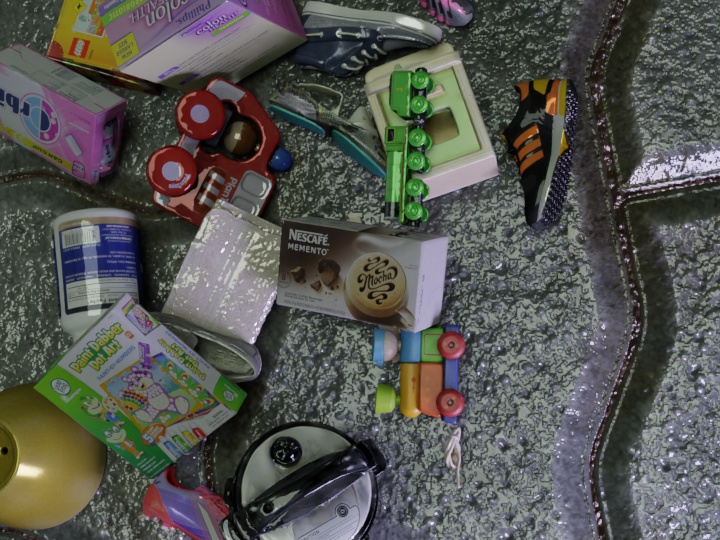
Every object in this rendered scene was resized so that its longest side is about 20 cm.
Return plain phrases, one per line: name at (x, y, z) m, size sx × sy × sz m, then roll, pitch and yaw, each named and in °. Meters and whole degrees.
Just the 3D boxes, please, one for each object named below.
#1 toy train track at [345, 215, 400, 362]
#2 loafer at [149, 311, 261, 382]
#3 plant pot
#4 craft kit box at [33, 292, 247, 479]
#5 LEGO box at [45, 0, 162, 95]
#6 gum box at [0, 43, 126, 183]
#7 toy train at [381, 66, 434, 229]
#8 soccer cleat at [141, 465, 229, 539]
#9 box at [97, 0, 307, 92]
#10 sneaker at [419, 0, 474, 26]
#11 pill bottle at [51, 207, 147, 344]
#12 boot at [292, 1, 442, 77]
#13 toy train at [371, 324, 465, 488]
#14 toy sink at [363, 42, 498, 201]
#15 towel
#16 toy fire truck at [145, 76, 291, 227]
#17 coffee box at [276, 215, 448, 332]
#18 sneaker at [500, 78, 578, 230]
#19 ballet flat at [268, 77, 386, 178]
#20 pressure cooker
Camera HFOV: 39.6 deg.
toy train track at (0.019, 0.023, 1.311) m, size 0.115 × 0.033 × 0.200 m, roll -21°, pitch 79°, yaw 7°
loafer at (-0.223, 0.098, 1.269) m, size 0.200 × 0.070 × 0.070 m, roll 12°, pitch 96°, yaw -10°
plant pot at (-0.456, 0.243, 1.308) m, size 0.200 × 0.142 × 0.200 m, roll -2°, pitch 81°, yaw 11°
craft kit box at (-0.277, 0.150, 1.253) m, size 0.198 × 0.049 × 0.200 m, roll 43°, pitch 124°, yaw -11°
LEGO box at (-0.335, -0.367, 1.417) m, size 0.149 × 0.077 × 0.200 m, roll 15°, pitch 84°, yaw 13°
gum box at (-0.419, -0.216, 1.385) m, size 0.200 × 0.066 × 0.114 m, roll 29°, pitch 129°, yaw 13°
toy train at (0.057, -0.149, 1.220) m, size 0.056 × 0.042 × 0.200 m, roll 2°, pitch 86°, yaw 19°
soccer cleat at (-0.188, 0.321, 1.288) m, size 0.200 × 0.067 × 0.076 m, roll 21°, pitch 80°, yaw 15°
box at (-0.201, -0.321, 1.302) m, size 0.176 × 0.200 × 0.097 m, roll -26°, pitch 78°, yaw 23°
sneaker at (0.099, -0.421, 1.354) m, size 0.095 × 0.079 × 0.200 m, roll -36°, pitch 77°, yaw -9°
pill bottle at (-0.346, 0.025, 1.336) m, size 0.116 × 0.116 × 0.200 m, roll -9°, pitch 80°, yaw 9°
boot at (0.007, -0.301, 1.354) m, size 0.200 × 0.073 × 0.090 m, roll 14°, pitch 90°, yaw 21°
toy train at (0.069, 0.167, 1.245) m, size 0.116 × 0.085 × 0.200 m, roll 2°, pitch 81°, yaw 3°
toy sink at (0.084, -0.205, 1.295) m, size 0.130 × 0.112 × 0.200 m, roll -18°, pitch 78°, yaw 7°
towel at (-0.173, 0.018, 1.314) m, size 0.132 × 0.034 × 0.200 m, roll 24°, pitch 95°, yaw -10°
toy fire truck at (-0.188, -0.147, 1.351) m, size 0.168 × 0.112 × 0.200 m, roll 28°, pitch 87°, yaw -10°
coffee box at (0.000, 0.000, 1.253) m, size 0.200 × 0.080 × 0.113 m, roll 11°, pitch 102°, yaw 27°
sneaker at (0.222, -0.150, 1.291) m, size 0.090 × 0.070 × 0.200 m, roll 8°, pitch 82°, yaw 27°
ballet flat at (-0.028, -0.200, 1.338) m, size 0.200 × 0.072 × 0.072 m, roll 32°, pitch 88°, yaw 13°
pressure cooker at (-0.071, 0.272, 1.182) m, size 0.179 × 0.200 × 0.176 m, roll 18°, pitch 64°, yaw -1°
